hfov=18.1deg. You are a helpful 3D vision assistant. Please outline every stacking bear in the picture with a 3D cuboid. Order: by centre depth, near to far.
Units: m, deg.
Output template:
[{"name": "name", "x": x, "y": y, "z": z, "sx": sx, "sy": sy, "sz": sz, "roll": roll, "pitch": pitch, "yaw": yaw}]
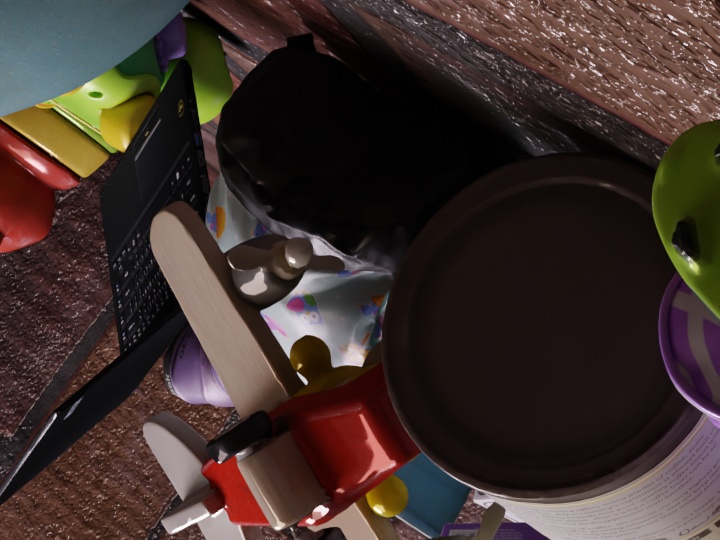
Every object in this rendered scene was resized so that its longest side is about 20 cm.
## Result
[{"name": "stacking bear", "x": -0.205, "y": -0.101, "z": 1.497, "sx": 0.121, "sy": 0.200, "sz": 0.114, "roll": 32, "pitch": 176, "yaw": 37}]

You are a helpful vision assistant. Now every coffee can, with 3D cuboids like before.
[{"name": "coffee can", "x": 0.114, "y": 0.053, "z": 0.989, "sx": 0.146, "sy": 0.147, "sz": 0.200, "roll": 33, "pitch": 176, "yaw": 31}]

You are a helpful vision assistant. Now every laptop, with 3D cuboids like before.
[{"name": "laptop", "x": -0.150, "y": 0.012, "z": 1.234, "sx": 0.103, "sy": 0.201, "sz": 0.177, "roll": -1, "pitch": 158, "yaw": -23}]

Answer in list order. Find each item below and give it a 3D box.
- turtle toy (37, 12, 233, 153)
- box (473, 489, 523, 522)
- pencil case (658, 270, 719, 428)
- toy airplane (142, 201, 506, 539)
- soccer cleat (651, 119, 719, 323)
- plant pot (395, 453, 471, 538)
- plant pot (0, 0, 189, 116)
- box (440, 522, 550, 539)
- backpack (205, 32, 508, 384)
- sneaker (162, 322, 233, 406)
[{"name": "turtle toy", "x": -0.157, "y": -0.137, "z": 1.357, "sx": 0.146, "sy": 0.101, "sz": 0.200, "roll": 28, "pitch": 173, "yaw": 43}, {"name": "box", "x": 0.174, "y": 0.116, "z": 1.277, "sx": 0.117, "sy": 0.060, "sz": 0.200, "roll": 30, "pitch": 154, "yaw": -34}, {"name": "pencil case", "x": 0.181, "y": 0.053, "z": 0.845, "sx": 0.200, "sy": 0.084, "sz": 0.086, "roll": 37, "pitch": -149, "yaw": -50}, {"name": "toy airplane", "x": -0.018, "y": 0.080, "z": 1.061, "sx": 0.199, "sy": 0.141, "sz": 0.200, "roll": 38, "pitch": 153, "yaw": 40}, {"name": "soccer cleat", "x": 0.172, "y": 0.017, "z": 0.657, "sx": 0.200, "sy": 0.068, "sz": 0.081, "roll": 32, "pitch": -171, "yaw": 31}, {"name": "plant pot", "x": 0.030, "y": 0.061, "z": 1.592, "sx": 0.200, "sy": 0.188, "sz": 0.200, "roll": 35, "pitch": 177, "yaw": 2}, {"name": "plant pot", "x": -0.196, "y": -0.158, "z": 1.167, "sx": 0.200, "sy": 0.135, "sz": 0.200, "roll": 34, "pitch": 177, "yaw": 2}, {"name": "box", "x": 0.152, "y": 0.173, "z": 1.159, "sx": 0.200, "sy": 0.039, "sz": 0.137, "roll": -7, "pitch": 147, "yaw": 46}, {"name": "backpack", "x": 0.000, "y": 0.000, "z": 1.163, "sx": 0.167, "sy": 0.126, "sz": 0.200, "roll": 38, "pitch": 155, "yaw": 36}, {"name": "sneaker", "x": -0.048, "y": -0.007, "z": 1.288, "sx": 0.087, "sy": 0.200, "sz": 0.076, "roll": -7, "pitch": 130, "yaw": 48}]
